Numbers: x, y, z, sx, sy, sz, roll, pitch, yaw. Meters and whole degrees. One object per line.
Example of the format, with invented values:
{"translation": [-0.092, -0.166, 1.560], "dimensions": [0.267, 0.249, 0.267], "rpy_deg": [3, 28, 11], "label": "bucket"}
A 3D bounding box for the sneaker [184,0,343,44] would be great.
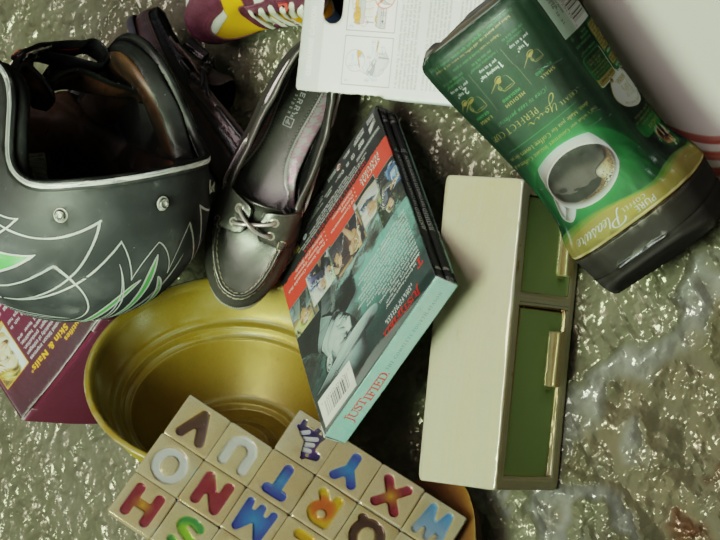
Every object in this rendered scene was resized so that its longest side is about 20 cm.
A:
{"translation": [-0.045, -0.198, 1.802], "dimensions": [0.200, 0.075, 0.091], "rpy_deg": [-32, 62, 32], "label": "sneaker"}

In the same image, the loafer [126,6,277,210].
{"translation": [-0.104, -0.111, 1.854], "dimensions": [0.063, 0.072, 0.201], "rpy_deg": [-30, 73, 11], "label": "loafer"}

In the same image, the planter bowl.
{"translation": [-0.090, 0.099, 1.776], "dimensions": [0.200, 0.200, 0.084], "rpy_deg": [33, 141, 35], "label": "planter bowl"}

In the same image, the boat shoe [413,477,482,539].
{"translation": [0.049, 0.238, 1.689], "dimensions": [0.070, 0.070, 0.201], "rpy_deg": [-3, 63, 22], "label": "boat shoe"}

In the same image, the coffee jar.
{"translation": [0.137, -0.088, 1.600], "dimensions": [0.104, 0.085, 0.200], "rpy_deg": [-36, 96, 29], "label": "coffee jar"}

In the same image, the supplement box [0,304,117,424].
{"translation": [-0.245, 0.008, 1.931], "dimensions": [0.110, 0.085, 0.200], "rpy_deg": [-50, 59, 22], "label": "supplement box"}

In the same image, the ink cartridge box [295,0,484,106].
{"translation": [0.061, -0.192, 1.720], "dimensions": [0.199, 0.057, 0.164], "rpy_deg": [7, 91, 33], "label": "ink cartridge box"}

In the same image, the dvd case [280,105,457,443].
{"translation": [0.000, 0.000, 1.722], "dimensions": [0.146, 0.022, 0.200], "rpy_deg": [-56, 29, 25], "label": "dvd case"}

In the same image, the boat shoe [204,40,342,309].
{"translation": [-0.062, -0.072, 1.781], "dimensions": [0.067, 0.057, 0.201], "rpy_deg": [20, 84, 3], "label": "boat shoe"}

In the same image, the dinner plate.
{"translation": [0.198, -0.145, 1.585], "dimensions": [0.200, 0.024, 0.201], "rpy_deg": [28, 141, 26], "label": "dinner plate"}

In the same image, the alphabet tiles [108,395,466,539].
{"translation": [-0.055, 0.172, 1.653], "dimensions": [0.199, 0.008, 0.168], "rpy_deg": [33, 64, 5], "label": "alphabet tiles"}

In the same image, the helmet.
{"translation": [-0.199, -0.057, 1.774], "dimensions": [0.200, 0.200, 0.191], "rpy_deg": [-34, 73, 30], "label": "helmet"}

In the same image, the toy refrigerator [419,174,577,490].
{"translation": [0.095, 0.042, 1.671], "dimensions": [0.070, 0.076, 0.201], "rpy_deg": [4, 88, 38], "label": "toy refrigerator"}
